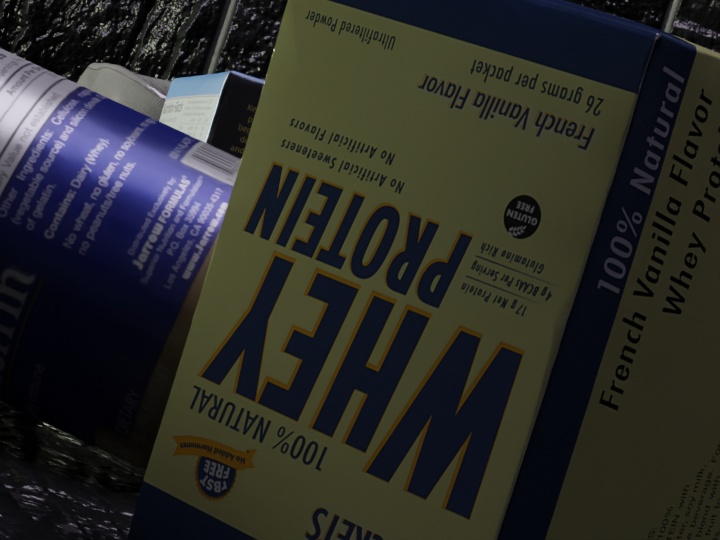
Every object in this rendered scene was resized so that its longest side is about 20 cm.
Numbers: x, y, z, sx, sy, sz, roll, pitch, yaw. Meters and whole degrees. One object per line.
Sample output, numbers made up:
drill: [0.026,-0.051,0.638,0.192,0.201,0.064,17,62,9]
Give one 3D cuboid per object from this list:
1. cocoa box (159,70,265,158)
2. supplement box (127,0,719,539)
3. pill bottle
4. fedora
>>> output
cocoa box: [0.000,0.000,1.152,0.200,0.132,0.133,17,-2,-15]
supplement box: [0.064,0.023,0.802,0.134,0.200,0.200,21,6,39]
pill bottle: [-0.126,-0.016,0.917,0.200,0.116,0.116,25,5,4]
fedora: [-0.185,-0.117,2.098,0.177,0.091,0.200,14,6,-44]
